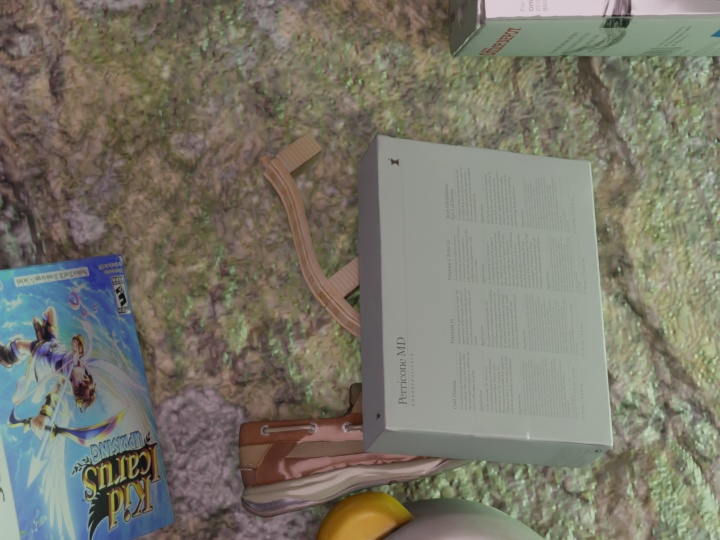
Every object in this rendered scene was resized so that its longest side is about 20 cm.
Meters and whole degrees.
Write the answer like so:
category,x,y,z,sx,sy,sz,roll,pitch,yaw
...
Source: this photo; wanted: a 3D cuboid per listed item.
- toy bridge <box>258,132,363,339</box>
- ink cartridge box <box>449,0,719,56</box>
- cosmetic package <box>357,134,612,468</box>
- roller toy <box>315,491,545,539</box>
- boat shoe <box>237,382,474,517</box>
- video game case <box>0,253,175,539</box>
category,x,y,z,sx,sy,sz,roll,pitch,yaw
toy bridge,0.000,0.000,1.209,0.067,0.027,0.200,-38,82,-28
ink cartridge box,0.162,-0.187,1.191,0.198,0.145,0.085,-1,88,-5
cosmetic package,0.076,0.020,1.180,0.150,0.052,0.201,7,65,-17
roller toy,0.060,0.239,1.178,0.181,0.140,0.202,-1,89,-5
boat shoe,0.014,0.105,1.211,0.198,0.076,0.072,-13,84,-9
video game case,-0.196,0.089,1.134,0.045,0.200,0.183,-10,91,25
